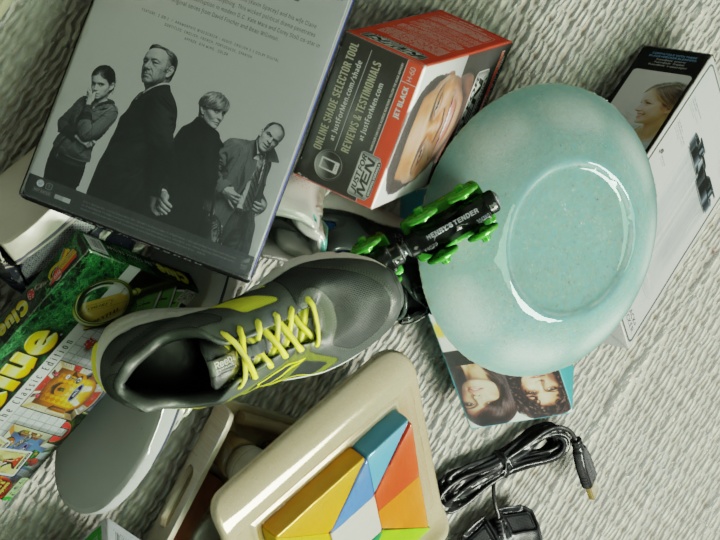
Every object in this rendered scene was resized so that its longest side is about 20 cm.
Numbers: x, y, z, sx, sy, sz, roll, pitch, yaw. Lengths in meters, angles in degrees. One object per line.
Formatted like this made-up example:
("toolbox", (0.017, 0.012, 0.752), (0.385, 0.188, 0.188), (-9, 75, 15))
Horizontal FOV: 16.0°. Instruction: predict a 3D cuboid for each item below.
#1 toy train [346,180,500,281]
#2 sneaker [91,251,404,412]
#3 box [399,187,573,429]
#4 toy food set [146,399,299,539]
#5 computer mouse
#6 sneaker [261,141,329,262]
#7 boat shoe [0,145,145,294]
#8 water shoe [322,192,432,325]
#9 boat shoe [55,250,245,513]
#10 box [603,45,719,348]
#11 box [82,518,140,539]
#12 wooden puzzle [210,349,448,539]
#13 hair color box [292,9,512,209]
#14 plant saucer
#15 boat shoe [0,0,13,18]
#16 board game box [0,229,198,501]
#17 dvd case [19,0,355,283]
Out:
("toy train", (0.000, 0.000, 1.648), (0.199, 0.056, 0.042), (-29, 98, -1))
("sneaker", (-0.066, 0.049, 1.574), (0.199, 0.085, 0.075), (-18, 105, -1))
("box", (0.092, 0.025, 1.848), (0.082, 0.049, 0.200), (-10, 131, 14))
("toy food set", (-0.060, 0.180, 1.826), (0.200, 0.060, 0.144), (21, 99, -44))
("computer mouse", (0.131, 0.211, 2.020), (0.140, 0.046, 0.201), (-30, 118, -19))
("sneaker", (-0.048, -0.042, 1.657), (0.200, 0.088, 0.075), (-26, 148, -57))
("boat shoe", (-0.153, -0.055, 1.616), (0.200, 0.075, 0.093), (-37, 140, -9))
("water shoe", (0.041, 0.010, 1.749), (0.199, 0.079, 0.072), (14, 135, -9))
("boat shoe", (-0.133, 0.069, 1.689), (0.066, 0.072, 0.201), (15, 98, -58))
("box", (0.202, -0.055, 1.870), (0.200, 0.060, 0.117), (-55, 140, -31))
("box", (-0.121, 0.292, 1.702), (0.200, 0.177, 0.097), (37, 112, -26))
("wooden puzzle", (-0.013, 0.177, 1.810), (0.185, 0.037, 0.200), (-40, 139, -23))
("hair color box", (0.030, -0.108, 1.672), (0.102, 0.061, 0.200), (-69, 165, 17))
("plant saucer", (0.131, -0.024, 1.724), (0.200, 0.039, 0.202), (-7, 103, -31))
("boat shoe", (-0.200, -0.216, 1.486), (0.063, 0.074, 0.202), (28, 108, -8))
("board game box", (-0.201, 0.064, 1.621), (0.200, 0.023, 0.105), (-47, 139, 18))
("dvd case", (-0.102, -0.112, 1.557), (0.150, 0.025, 0.201), (21, 84, -4))
